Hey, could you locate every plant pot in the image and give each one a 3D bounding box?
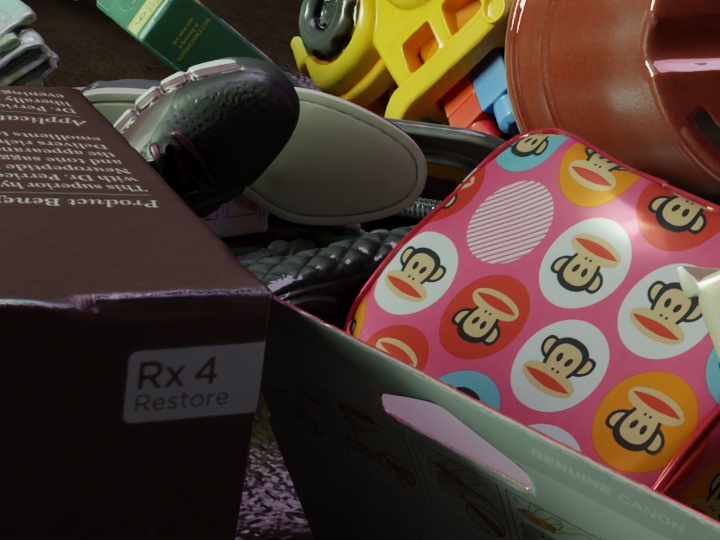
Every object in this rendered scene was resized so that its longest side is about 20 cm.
[{"bbox_3d":[0.188,-0.111,0.728,0.199,0.203,0.195,7,5,-6],"label":"plant pot"}]

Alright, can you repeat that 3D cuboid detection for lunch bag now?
[{"bbox_3d":[0.088,0.040,0.636,0.200,0.176,0.082,36,-11,45],"label":"lunch bag"}]

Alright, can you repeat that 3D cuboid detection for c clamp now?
[{"bbox_3d":[0.031,-0.045,0.866,0.198,0.027,0.171,11,-19,7],"label":"c clamp"}]

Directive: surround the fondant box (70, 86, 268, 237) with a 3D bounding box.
[{"bbox_3d":[-0.171,-0.062,0.881,0.199,0.059,0.144,-11,30,-40],"label":"fondant box"}]

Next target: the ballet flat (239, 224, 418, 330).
[{"bbox_3d":[0.000,0.000,0.726,0.199,0.067,0.057,-12,44,-46],"label":"ballet flat"}]

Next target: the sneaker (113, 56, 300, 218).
[{"bbox_3d":[-0.112,-0.019,0.714,0.199,0.076,0.116,-30,34,11],"label":"sneaker"}]

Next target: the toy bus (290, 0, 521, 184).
[{"bbox_3d":[0.063,-0.123,0.911,0.135,0.200,0.193,12,53,-37],"label":"toy bus"}]

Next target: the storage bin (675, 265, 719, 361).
[{"bbox_3d":[0.208,0.076,0.465,0.093,0.201,0.198,-27,-16,30],"label":"storage bin"}]

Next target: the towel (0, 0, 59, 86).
[{"bbox_3d":[-0.278,-0.105,0.820,0.171,0.048,0.200,-46,47,-12],"label":"towel"}]

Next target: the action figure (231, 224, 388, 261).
[{"bbox_3d":[-0.006,-0.002,0.813,0.199,0.055,0.118,-6,28,-39],"label":"action figure"}]

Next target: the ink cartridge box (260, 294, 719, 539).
[{"bbox_3d":[0.051,0.077,0.486,0.199,0.174,0.044,25,58,33],"label":"ink cartridge box"}]

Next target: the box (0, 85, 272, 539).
[{"bbox_3d":[-0.149,0.044,0.482,0.165,0.166,0.200,-1,24,-27],"label":"box"}]

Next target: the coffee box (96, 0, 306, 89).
[{"bbox_3d":[-0.070,-0.118,0.939,0.200,0.044,0.123,37,3,-29],"label":"coffee box"}]

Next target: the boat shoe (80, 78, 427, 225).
[{"bbox_3d":[-0.061,-0.073,0.796,0.198,0.073,0.063,7,20,2],"label":"boat shoe"}]
